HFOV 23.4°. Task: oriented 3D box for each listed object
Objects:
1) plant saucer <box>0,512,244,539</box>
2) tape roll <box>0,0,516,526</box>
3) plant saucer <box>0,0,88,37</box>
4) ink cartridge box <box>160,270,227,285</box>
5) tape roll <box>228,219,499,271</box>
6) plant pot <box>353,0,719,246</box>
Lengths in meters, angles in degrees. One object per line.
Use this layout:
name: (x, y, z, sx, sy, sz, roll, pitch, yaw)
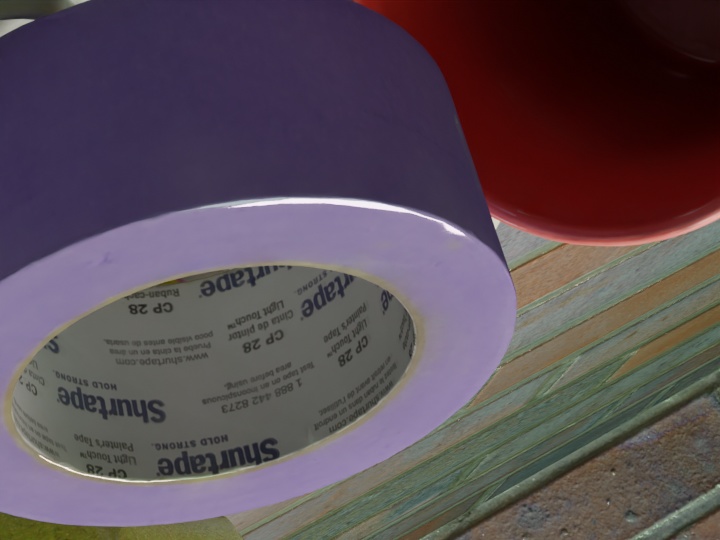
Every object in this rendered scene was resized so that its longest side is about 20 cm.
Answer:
plant saucer: (-0.161, 0.133, 0.891, 0.200, 0.048, 0.200, 8, 171, 21)
tape roll: (-0.055, 0.002, 0.576, 0.200, 0.085, 0.200, -12, 148, -8)
plant saucer: (-0.146, -0.069, 0.558, 0.200, 0.050, 0.200, -29, 165, -8)
ink cartridge box: (-0.081, 0.030, 0.975, 0.200, 0.067, 0.117, -38, 165, 10)
tape roll: (0.000, 0.000, 0.866, 0.203, 0.037, 0.203, -41, 162, -17)
plant pot: (0.117, -0.128, 0.665, 0.200, 0.201, 0.177, -41, 174, 34)
